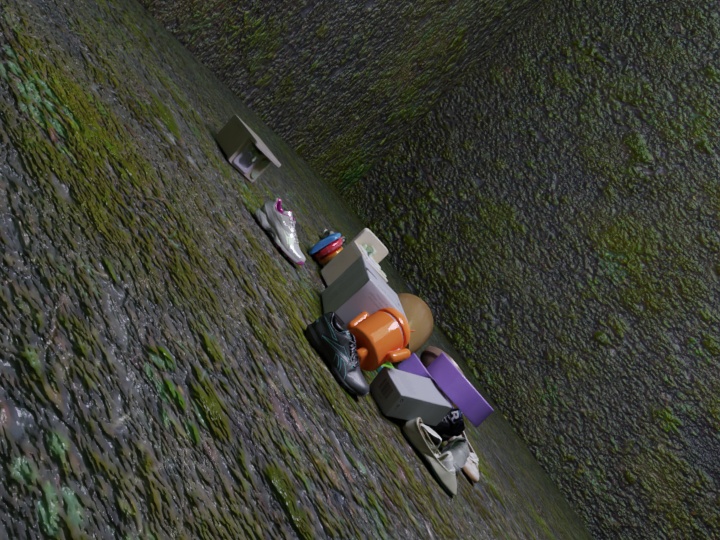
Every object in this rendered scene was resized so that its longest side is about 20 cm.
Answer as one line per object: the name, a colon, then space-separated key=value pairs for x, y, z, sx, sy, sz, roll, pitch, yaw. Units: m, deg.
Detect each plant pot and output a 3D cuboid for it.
plant pot: x=0.242 y=0.350 z=2.071 sx=0.200 sy=0.092 sz=0.204 roll=42 pitch=-28 yaw=28
plant pot: x=0.127 y=0.194 z=2.050 sx=0.187 sy=0.186 sz=0.200 roll=48 pitch=21 yaw=-4

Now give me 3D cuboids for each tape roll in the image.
tape roll: x=0.261 y=0.314 z=1.730 sx=0.201 sy=0.066 sz=0.200 roll=47 pitch=1 yaw=-1
tape roll: x=0.190 y=0.341 z=1.902 sx=0.202 sy=0.065 sz=0.200 roll=53 pitch=0 yaw=0

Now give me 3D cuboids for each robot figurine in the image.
robot figurine: x=0.044 y=0.166 z=1.586 sx=0.142 sy=0.198 sz=0.120 roll=-4 pitch=-69 yaw=51

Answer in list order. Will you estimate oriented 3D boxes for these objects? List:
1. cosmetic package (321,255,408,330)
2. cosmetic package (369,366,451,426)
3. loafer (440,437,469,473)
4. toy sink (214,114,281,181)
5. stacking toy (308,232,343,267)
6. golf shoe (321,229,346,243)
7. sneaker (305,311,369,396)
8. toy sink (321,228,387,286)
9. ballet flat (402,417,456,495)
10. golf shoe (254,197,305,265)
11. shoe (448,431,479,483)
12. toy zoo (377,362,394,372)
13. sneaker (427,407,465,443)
cosmetic package: x=0.006 y=0.099 z=1.757 sx=0.165 sy=0.164 sz=0.201 roll=46 pitch=8 yaw=-19
cosmetic package: x=0.124 y=0.310 z=1.608 sx=0.197 sy=0.075 sz=0.102 roll=24 pitch=22 yaw=-40
loafer: x=0.252 y=0.481 z=1.727 sx=0.070 sy=0.070 sz=0.200 roll=49 pitch=8 yaw=5
toy sink: x=-0.360 y=-0.375 z=2.083 sx=0.130 sy=0.112 sz=0.201 roll=40 pitch=8 yaw=-49
stacking toy: x=-0.074 y=-0.012 z=2.128 sx=0.204 sy=0.114 sz=0.110 roll=60 pitch=10 yaw=-5
golf shoe: x=-0.115 y=-0.113 z=2.482 sx=0.086 sy=0.079 sz=0.200 roll=30 pitch=3 yaw=7
sneaker: x=-0.037 y=0.184 z=1.437 sx=0.202 sy=0.079 sz=0.075 roll=52 pitch=8 yaw=4
toy sink: x=0.000 y=0.000 z=2.007 sx=0.130 sy=0.199 sz=0.113 roll=42 pitch=9 yaw=-40
ballet flat: x=0.179 y=0.434 z=1.550 sx=0.201 sy=0.069 sz=0.069 roll=51 pitch=8 yaw=6
golf shoe: x=-0.205 y=-0.109 z=1.801 sx=0.202 sy=0.091 sz=0.075 roll=52 pitch=6 yaw=2
shoe: x=0.298 y=0.519 z=1.874 sx=0.070 sy=0.053 sz=0.201 roll=45 pitch=9 yaw=-29
toy zoo: x=0.101 y=0.317 z=1.814 sx=0.202 sy=0.020 sz=0.131 roll=54 pitch=8 yaw=21
sneaker: x=0.211 y=0.386 z=1.736 sx=0.200 sy=0.110 sz=0.075 roll=42 pitch=27 yaw=-46
